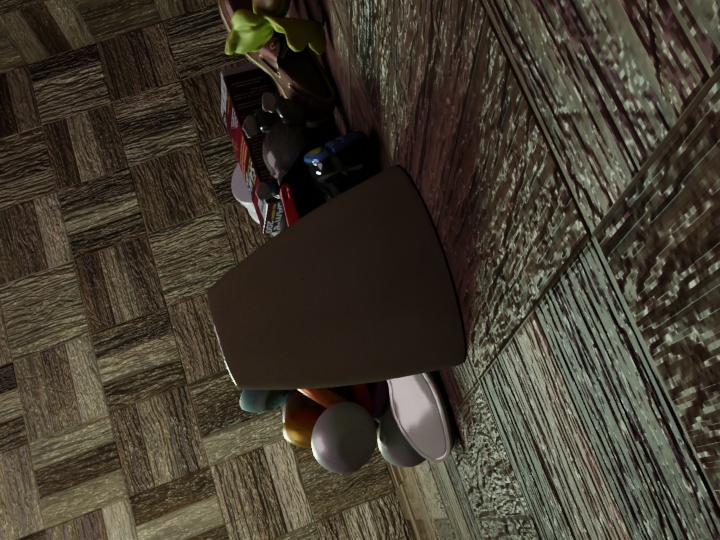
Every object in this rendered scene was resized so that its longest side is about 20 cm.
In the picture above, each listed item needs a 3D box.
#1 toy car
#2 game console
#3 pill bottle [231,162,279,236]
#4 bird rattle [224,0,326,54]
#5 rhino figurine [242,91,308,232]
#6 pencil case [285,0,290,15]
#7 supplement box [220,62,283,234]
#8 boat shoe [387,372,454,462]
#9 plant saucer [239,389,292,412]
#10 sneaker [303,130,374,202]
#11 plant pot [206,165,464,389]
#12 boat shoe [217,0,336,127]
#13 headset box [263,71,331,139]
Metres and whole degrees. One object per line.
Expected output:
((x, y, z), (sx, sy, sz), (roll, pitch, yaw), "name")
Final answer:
((-0.001, 0.160, 0.938), (0.174, 0.196, 0.154), (11, 98, 64), "toy car")
((-0.047, -0.060, 0.877), (0.201, 0.030, 0.180), (-72, -30, -59), "game console")
((-0.114, -0.107, 1.207), (0.200, 0.113, 0.115), (40, -157, -54), "pill bottle")
((-0.101, -0.326, 0.769), (0.202, 0.110, 0.166), (82, -176, -50), "bird rattle")
((-0.087, -0.111, 0.889), (0.087, 0.058, 0.205), (-37, -60, -65), "rhino figurine")
((-0.133, -0.393, 0.936), (0.087, 0.082, 0.200), (54, 172, 9), "pencil case")
((-0.136, -0.166, 1.017), (0.109, 0.060, 0.204), (118, 132, -69), "supplement box")
((0.064, 0.118, 0.857), (0.061, 0.072, 0.203), (-13, -107, -52), "boat shoe")
((-0.076, 0.109, 0.954), (0.027, 0.201, 0.201), (38, 165, 14), "plant saucer")
((-0.009, -0.083, 0.787), (0.200, 0.069, 0.084), (67, -178, -72), "sneaker")
((-0.031, 0.028, 0.671), (0.187, 0.196, 0.191), (161, 90, -85), "plant pot")
((-0.094, -0.272, 0.898), (0.201, 0.072, 0.067), (53, 157, -7), "boat shoe")
((-0.100, -0.252, 1.095), (0.200, 0.073, 0.152), (-132, 25, -77), "headset box")
